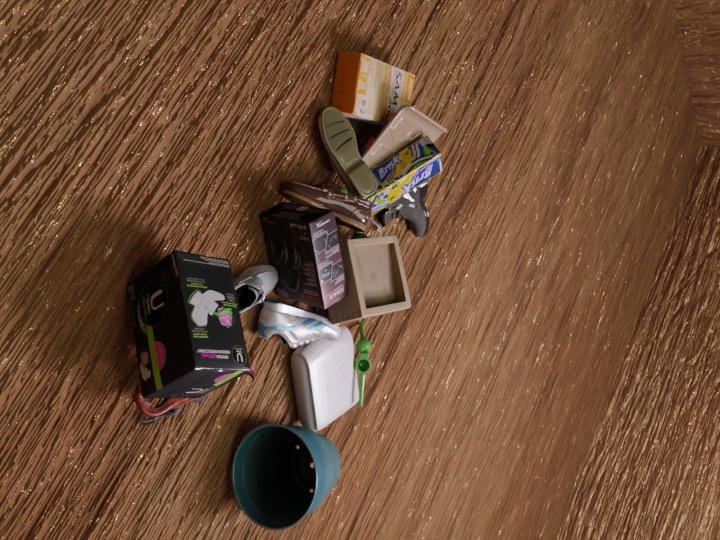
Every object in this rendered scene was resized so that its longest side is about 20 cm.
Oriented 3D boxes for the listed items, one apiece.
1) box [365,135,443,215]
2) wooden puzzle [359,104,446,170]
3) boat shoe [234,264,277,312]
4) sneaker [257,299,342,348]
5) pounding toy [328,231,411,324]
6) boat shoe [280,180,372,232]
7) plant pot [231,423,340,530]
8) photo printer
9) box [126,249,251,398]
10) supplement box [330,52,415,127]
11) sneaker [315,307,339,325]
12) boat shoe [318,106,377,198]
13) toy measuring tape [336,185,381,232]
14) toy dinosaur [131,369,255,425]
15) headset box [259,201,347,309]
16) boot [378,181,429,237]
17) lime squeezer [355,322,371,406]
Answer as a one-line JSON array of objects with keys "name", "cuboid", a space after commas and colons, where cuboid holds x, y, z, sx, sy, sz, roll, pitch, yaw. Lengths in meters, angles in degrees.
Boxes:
[{"name": "box", "cuboid": [0.087, -0.213, 1.661, 0.198, 0.065, 0.070, -32, 153, -5]}, {"name": "wooden puzzle", "cuboid": [0.080, -0.280, 1.669, 0.200, 0.047, 0.184, -45, 151, 19]}, {"name": "boat shoe", "cuboid": [-0.221, 0.048, 1.429, 0.199, 0.070, 0.072, -29, 121, -43]}, {"name": "sneaker", "cuboid": [-0.127, 0.121, 1.551, 0.197, 0.076, 0.083, 19, 86, -32]}, {"name": "pounding toy", "cuboid": [0.000, 0.000, 1.594, 0.182, 0.141, 0.205, -7, 83, -46]}, {"name": "boat shoe", "cuboid": [-0.067, -0.147, 1.532, 0.197, 0.070, 0.072, 22, 83, -23]}, {"name": "plant pot", "cuboid": [-0.136, 0.414, 1.547, 0.187, 0.196, 0.205, 13, 89, -66]}, {"name": "photo printer", "cuboid": [-0.078, 0.230, 1.652, 0.165, 0.068, 0.205, -29, 120, -45]}, {"name": "box", "cuboid": [-0.288, 0.095, 1.237, 0.123, 0.147, 0.204, 12, 57, -50]}, {"name": "supplement box", "cuboid": [0.030, -0.389, 1.626, 0.198, 0.072, 0.129, 1, 99, -51]}, {"name": "sneaker", "cuboid": [-0.020, 0.051, 1.675, 0.201, 0.076, 0.074, -56, 134, -28]}, {"name": "boat shoe", "cuboid": [-0.038, -0.242, 1.570, 0.074, 0.068, 0.203, -27, 94, -25]}, {"name": "toy measuring tape", "cuboid": [-0.021, -0.115, 1.638, 0.200, 0.072, 0.075, 41, 68, -47]}, {"name": "toy dinosaur", "cuboid": [-0.312, 0.200, 1.306, 0.182, 0.196, 0.107, -56, 129, -72]}, {"name": "headset box", "cuboid": [-0.111, -0.023, 1.487, 0.077, 0.147, 0.204, -30, 122, -40]}, {"name": "boot", "cuboid": [0.096, -0.140, 1.787, 0.129, 0.068, 0.202, -29, 141, -18]}, {"name": "lime squeezer", "cuboid": [0.001, 0.203, 1.698, 0.037, 0.071, 0.205, 10, 62, -21]}]
